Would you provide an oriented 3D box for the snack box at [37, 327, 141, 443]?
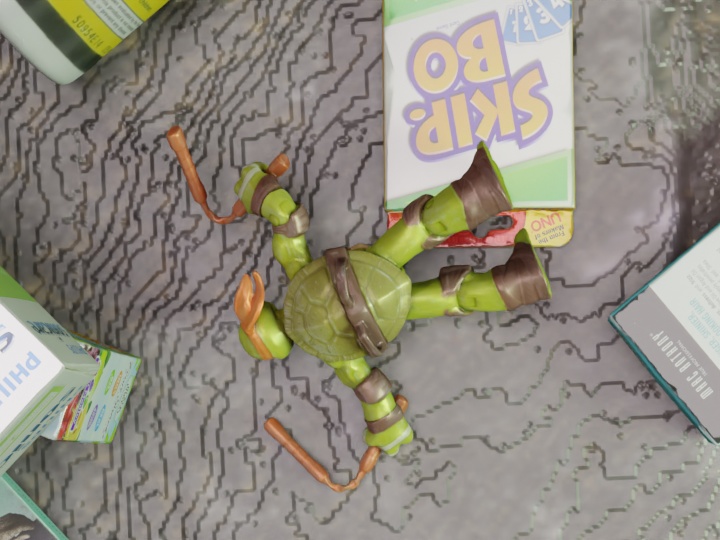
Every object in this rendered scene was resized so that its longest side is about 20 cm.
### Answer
[{"bbox_3d":[-0.216,0.028,1.163,0.199,0.142,0.053,20,89,6],"label":"snack box"}]

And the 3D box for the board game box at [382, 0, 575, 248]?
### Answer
[{"bbox_3d":[0.058,-0.112,1.206,0.095,0.030,0.201,-1,90,4],"label":"board game box"}]

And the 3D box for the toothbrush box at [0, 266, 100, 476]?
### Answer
[{"bbox_3d":[-0.237,0.024,1.051,0.200,0.086,0.146,45,91,4],"label":"toothbrush box"}]

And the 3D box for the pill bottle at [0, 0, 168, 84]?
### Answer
[{"bbox_3d":[-0.106,-0.194,1.178,0.200,0.114,0.114,-40,85,2],"label":"pill bottle"}]

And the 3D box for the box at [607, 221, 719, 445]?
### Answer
[{"bbox_3d":[0.221,-0.010,1.176,0.200,0.049,0.082,-40,85,2],"label":"box"}]

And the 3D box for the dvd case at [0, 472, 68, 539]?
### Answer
[{"bbox_3d":[-0.208,0.214,1.216,0.200,0.022,0.146,-44,85,3],"label":"dvd case"}]

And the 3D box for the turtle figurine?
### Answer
[{"bbox_3d":[0.000,0.000,1.171,0.161,0.064,0.201,-24,98,6],"label":"turtle figurine"}]
